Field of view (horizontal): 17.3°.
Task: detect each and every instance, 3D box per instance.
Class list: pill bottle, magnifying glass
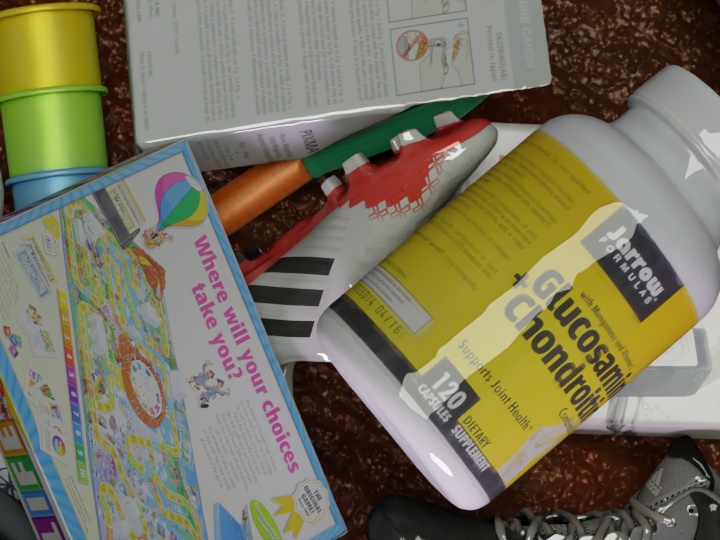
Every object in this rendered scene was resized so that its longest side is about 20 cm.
[{"bbox_3d":[0.087,0.003,1.045,0.200,0.112,0.112,-40,88,-4],"label":"pill bottle"},{"bbox_3d":[-0.011,-0.065,1.157,0.200,0.080,0.022,-32,121,3],"label":"magnifying glass"}]

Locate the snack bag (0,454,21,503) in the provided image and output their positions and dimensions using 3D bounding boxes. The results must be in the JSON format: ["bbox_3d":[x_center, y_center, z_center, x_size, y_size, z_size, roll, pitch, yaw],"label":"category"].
[{"bbox_3d":[-0.250,0.096,1.106,0.199,0.021,0.189,12,114,-2],"label":"snack bag"}]

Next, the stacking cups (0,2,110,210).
[{"bbox_3d":[-0.139,-0.027,1.148,0.060,0.061,0.201,-9,88,-4],"label":"stacking cups"}]

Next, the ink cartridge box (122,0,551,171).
[{"bbox_3d":[-0.015,-0.139,1.139,0.199,0.057,0.163,-6,73,2],"label":"ink cartridge box"}]

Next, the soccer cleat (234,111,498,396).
[{"bbox_3d":[0.000,0.000,1.112,0.200,0.069,0.085,-36,86,30],"label":"soccer cleat"}]

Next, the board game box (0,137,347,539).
[{"bbox_3d":[-0.100,0.058,1.070,0.134,0.034,0.201,-27,99,-34],"label":"board game box"}]

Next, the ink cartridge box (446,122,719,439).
[{"bbox_3d":[0.137,0.007,1.145,0.199,0.085,0.146,2,84,-1],"label":"ink cartridge box"}]

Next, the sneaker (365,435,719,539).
[{"bbox_3d":[0.110,0.119,1.125,0.199,0.075,0.116,23,106,-10],"label":"sneaker"}]

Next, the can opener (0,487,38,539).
[{"bbox_3d":[-0.125,0.153,1.088,0.200,0.067,0.054,44,53,-33],"label":"can opener"}]

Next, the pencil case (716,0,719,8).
[{"bbox_3d":[0.204,-0.162,1.142,0.093,0.091,0.201,-19,70,-19],"label":"pencil case"}]

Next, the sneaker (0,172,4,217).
[{"bbox_3d":[-0.201,0.029,1.121,0.074,0.085,0.201,-7,92,-4],"label":"sneaker"}]
